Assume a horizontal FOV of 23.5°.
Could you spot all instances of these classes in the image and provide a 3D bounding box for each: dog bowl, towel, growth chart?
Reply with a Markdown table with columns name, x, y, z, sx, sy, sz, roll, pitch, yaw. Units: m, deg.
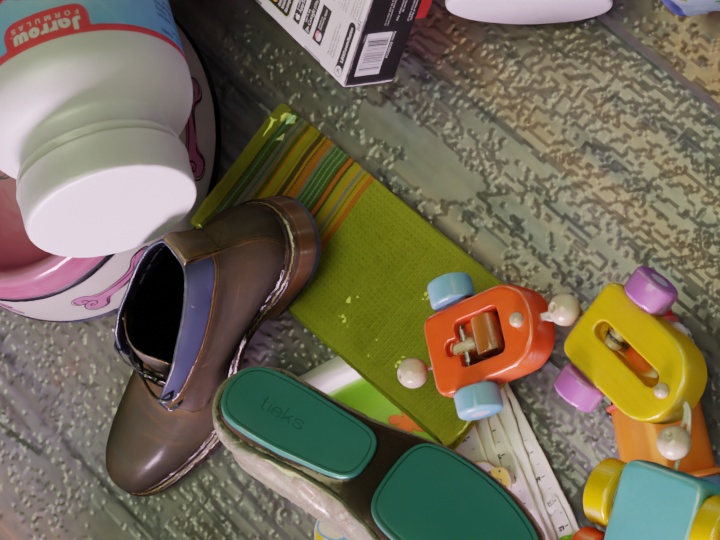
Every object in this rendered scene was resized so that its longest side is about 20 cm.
| name | x | y | z | sx | sy | sz | roll | pitch | yaw |
| --- | --- | --- | --- | --- | --- | --- | --- | --- | --- |
| dog bowl | -0.181 | -0.072 | 0.969 | 0.199 | 0.074 | 0.202 | -1 | 87 | 24 |
| towel | 0.000 | 0.000 | 0.903 | 0.200 | 0.018 | 0.086 | 40 | 101 | 26 |
| growth chart | 0.040 | 0.119 | 0.889 | 0.144 | 0.018 | 0.201 | -36 | 71 | 17 |

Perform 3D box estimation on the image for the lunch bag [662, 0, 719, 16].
| name | x | y | z | sx | sy | sz | roll | pitch | yaw |
| --- | --- | --- | --- | --- | --- | --- | --- | --- | --- |
| lunch bag | 0.152 | -0.206 | 0.760 | 0.082 | 0.200 | 0.162 | -7 | 83 | 22 |

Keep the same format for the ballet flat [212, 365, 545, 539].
| name | x | y | z | sx | sy | sz | roll | pitch | yaw |
| --- | --- | --- | --- | --- | --- | --- | --- | --- | --- |
| ballet flat | 0.012 | 0.111 | 0.864 | 0.199 | 0.063 | 0.067 | 32 | 63 | 25 |

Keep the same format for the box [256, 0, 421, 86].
| name | x | y | z | sx | sy | sz | roll | pitch | yaw |
| --- | --- | --- | --- | --- | --- | --- | --- | --- | --- |
| box | 0.002 | -0.201 | 0.818 | 0.110 | 0.035 | 0.201 | 47 | 132 | 33 |

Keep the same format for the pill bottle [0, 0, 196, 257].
| name | x | y | z | sx | sy | sz | roll | pitch | yaw |
| --- | --- | --- | --- | --- | --- | --- | --- | --- | --- |
| pill bottle | -0.144 | -0.113 | 0.849 | 0.108 | 0.109 | 0.201 | -28 | 64 | 20 |

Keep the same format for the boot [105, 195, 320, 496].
| name | x | y | z | sx | sy | sz | roll | pitch | yaw |
| --- | --- | --- | --- | --- | --- | --- | --- | --- | --- |
| boot | -0.106 | 0.045 | 0.900 | 0.075 | 0.097 | 0.201 | 42 | 117 | 23 |

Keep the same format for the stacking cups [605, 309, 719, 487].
| name | x | y | z | sx | sy | sz | roll | pitch | yaw |
| --- | --- | --- | --- | --- | --- | --- | --- | --- | --- |
| stacking cups | 0.156 | 0.119 | 0.818 | 0.060 | 0.060 | 0.201 | -12 | 79 | 23 |

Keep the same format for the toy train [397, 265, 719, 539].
| name | x | y | z | sx | sy | sz | roll | pitch | yaw |
| --- | --- | --- | --- | --- | --- | --- | --- | --- | --- |
| toy train | 0.103 | 0.081 | 0.796 | 0.150 | 0.055 | 0.201 | -31 | 64 | 33 |

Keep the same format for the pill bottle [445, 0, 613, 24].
| name | x | y | z | sx | sy | sz | roll | pitch | yaw |
| --- | --- | --- | --- | --- | --- | --- | --- | --- | --- |
| pill bottle | 0.083 | -0.226 | 0.841 | 0.110 | 0.111 | 0.202 | 0 | 86 | 24 |

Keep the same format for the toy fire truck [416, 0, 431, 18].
| name | x | y | z | sx | sy | sz | roll | pitch | yaw |
| --- | --- | --- | --- | --- | --- | --- | --- | --- | --- |
| toy fire truck | -0.025 | -0.233 | 0.912 | 0.200 | 0.049 | 0.142 | 43 | 130 | 35 |
